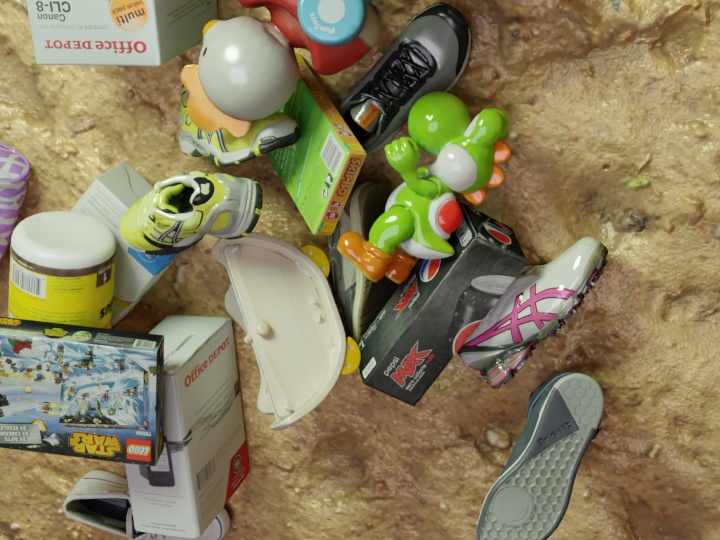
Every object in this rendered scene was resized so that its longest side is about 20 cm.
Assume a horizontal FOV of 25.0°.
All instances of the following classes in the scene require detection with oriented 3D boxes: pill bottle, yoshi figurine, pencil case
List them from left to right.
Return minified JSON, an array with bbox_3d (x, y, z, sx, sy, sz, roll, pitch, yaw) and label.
[{"bbox_3d":[-0.430,-0.050,1.803,0.083,0.086,0.201,29,120,9],"label":"pencil case"},{"bbox_3d":[-0.317,0.048,1.709,0.108,0.109,0.202,16,119,14],"label":"pill bottle"},{"bbox_3d":[0.056,-0.091,1.562,0.112,0.113,0.200,32,107,-25],"label":"yoshi figurine"}]

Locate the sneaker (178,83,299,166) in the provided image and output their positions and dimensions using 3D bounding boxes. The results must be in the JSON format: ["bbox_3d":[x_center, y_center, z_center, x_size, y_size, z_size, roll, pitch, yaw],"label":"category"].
[{"bbox_3d":[-0.131,-0.151,1.607,0.199,0.075,0.077,12,117,54],"label":"sneaker"}]

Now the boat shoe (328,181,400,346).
[{"bbox_3d":[-0.001,0.000,1.673,0.066,0.071,0.203,19,123,38],"label":"boat shoe"}]

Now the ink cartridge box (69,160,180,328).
[{"bbox_3d":[-0.284,-0.008,1.775,0.116,0.067,0.200,43,121,-1],"label":"ink cartridge box"}]

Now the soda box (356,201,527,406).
[{"bbox_3d":[0.077,0.036,1.612,0.070,0.064,0.201,25,116,-25],"label":"soda box"}]

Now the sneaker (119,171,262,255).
[{"bbox_3d":[-0.183,-0.066,1.606,0.199,0.076,0.076,-14,64,46],"label":"sneaker"}]

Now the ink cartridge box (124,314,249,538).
[{"bbox_3d":[-0.194,0.166,1.770,0.083,0.145,0.202,3,114,20],"label":"ink cartridge box"}]

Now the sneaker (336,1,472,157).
[{"bbox_3d":[0.035,-0.174,1.573,0.074,0.079,0.200,43,119,1],"label":"sneaker"}]

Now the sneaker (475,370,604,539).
[{"bbox_3d":[0.181,0.192,1.626,0.076,0.146,0.204,30,93,2],"label":"sneaker"}]

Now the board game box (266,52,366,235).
[{"bbox_3d":[-0.057,-0.132,1.595,0.200,0.030,0.096,56,132,42],"label":"board game box"}]

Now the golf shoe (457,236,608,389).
[{"bbox_3d":[0.163,0.030,1.615,0.092,0.073,0.200,43,121,1],"label":"golf shoe"}]

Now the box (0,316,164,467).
[{"bbox_3d":[-0.301,0.123,1.660,0.198,0.040,0.138,7,116,4],"label":"box"}]

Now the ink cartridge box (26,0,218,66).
[{"bbox_3d":[-0.237,-0.312,1.580,0.144,0.145,0.202,3,114,19],"label":"ink cartridge box"}]

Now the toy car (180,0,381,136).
[{"bbox_3d":[-0.100,-0.220,1.508,0.200,0.184,0.177,-44,93,7],"label":"toy car"}]

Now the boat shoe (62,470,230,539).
[{"bbox_3d":[-0.252,0.290,1.893,0.198,0.065,0.074,7,114,19],"label":"boat shoe"}]

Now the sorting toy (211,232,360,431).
[{"bbox_3d":[-0.093,0.070,1.691,0.180,0.106,0.202,-37,70,62],"label":"sorting toy"}]
